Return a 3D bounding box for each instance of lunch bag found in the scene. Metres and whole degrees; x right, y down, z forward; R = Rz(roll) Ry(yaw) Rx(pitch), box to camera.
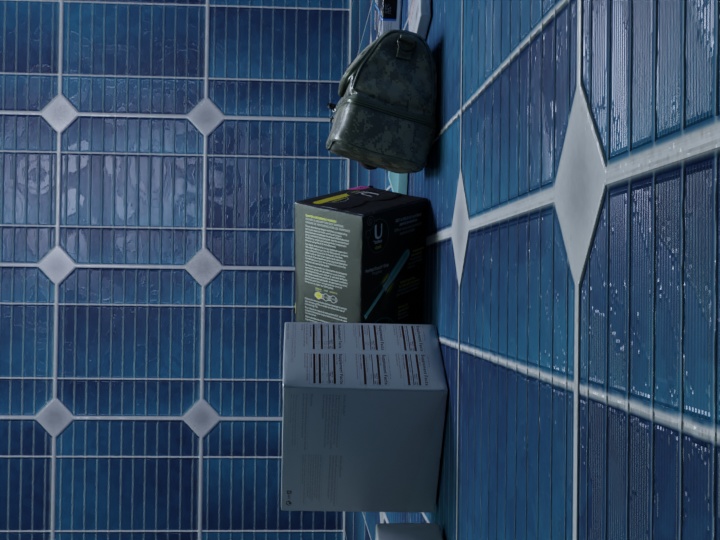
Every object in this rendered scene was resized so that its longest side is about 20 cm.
[{"bbox_3d":[0.036,-0.229,1.457,0.200,0.137,0.171,-148,75,-85],"label":"lunch bag"}]

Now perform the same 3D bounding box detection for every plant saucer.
[{"bbox_3d":[0.063,-0.163,1.851,0.200,0.019,0.071,-97,9,-71],"label":"plant saucer"}]

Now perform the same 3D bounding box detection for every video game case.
[{"bbox_3d":[0.084,-0.426,1.561,0.143,0.018,0.204,102,168,-75],"label":"video game case"}]

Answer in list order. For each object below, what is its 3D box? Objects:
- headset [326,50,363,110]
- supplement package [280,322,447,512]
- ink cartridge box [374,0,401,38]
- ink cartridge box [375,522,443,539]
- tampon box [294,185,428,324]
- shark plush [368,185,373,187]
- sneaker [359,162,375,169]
[{"bbox_3d":[-0.017,-0.444,2.609,0.201,0.092,0.126,120,153,-60],"label":"headset"},{"bbox_3d":[-0.001,0.184,1.366,0.148,0.196,0.194,-94,7,-60],"label":"supplement package"},{"bbox_3d":[0.049,-0.479,1.994,0.201,0.038,0.101,-96,7,-68],"label":"ink cartridge box"},{"bbox_3d":[0.058,0.424,1.271,0.145,0.082,0.204,-98,9,-69],"label":"ink cartridge box"},{"bbox_3d":[0.000,0.000,1.489,0.149,0.125,0.204,-17,-66,-49],"label":"tampon box"},{"bbox_3d":[0.001,-0.103,2.513,0.084,0.090,0.201,54,153,27],"label":"shark plush"},{"bbox_3d":[0.022,-0.240,2.094,0.201,0.069,0.100,101,171,-64],"label":"sneaker"}]
